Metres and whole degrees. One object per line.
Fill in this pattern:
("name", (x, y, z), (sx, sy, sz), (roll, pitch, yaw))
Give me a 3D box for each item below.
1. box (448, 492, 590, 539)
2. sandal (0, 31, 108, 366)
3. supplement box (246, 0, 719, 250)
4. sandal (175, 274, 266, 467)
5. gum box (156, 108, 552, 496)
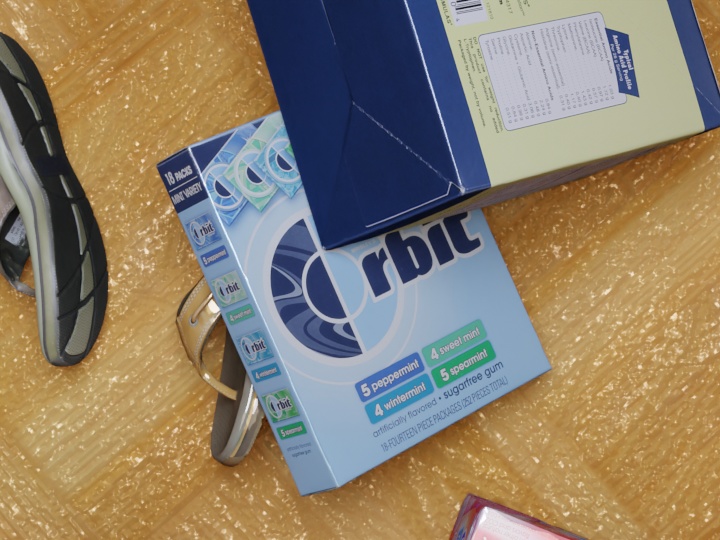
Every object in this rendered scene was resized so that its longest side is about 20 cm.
("box", (0.140, 0.209, 1.087), (0.199, 0.103, 0.095), (22, 87, -2))
("sandal", (-0.198, -0.039, 1.108), (0.057, 0.080, 0.202), (-21, 81, 14))
("supplement box", (0.063, -0.139, 1.043), (0.199, 0.134, 0.201), (-15, 88, -36))
("sandal", (-0.079, 0.013, 1.099), (0.054, 0.080, 0.201), (4, 81, -15))
("gum box", (0.000, 0.000, 1.076), (0.169, 0.044, 0.201), (-25, 91, -35))
